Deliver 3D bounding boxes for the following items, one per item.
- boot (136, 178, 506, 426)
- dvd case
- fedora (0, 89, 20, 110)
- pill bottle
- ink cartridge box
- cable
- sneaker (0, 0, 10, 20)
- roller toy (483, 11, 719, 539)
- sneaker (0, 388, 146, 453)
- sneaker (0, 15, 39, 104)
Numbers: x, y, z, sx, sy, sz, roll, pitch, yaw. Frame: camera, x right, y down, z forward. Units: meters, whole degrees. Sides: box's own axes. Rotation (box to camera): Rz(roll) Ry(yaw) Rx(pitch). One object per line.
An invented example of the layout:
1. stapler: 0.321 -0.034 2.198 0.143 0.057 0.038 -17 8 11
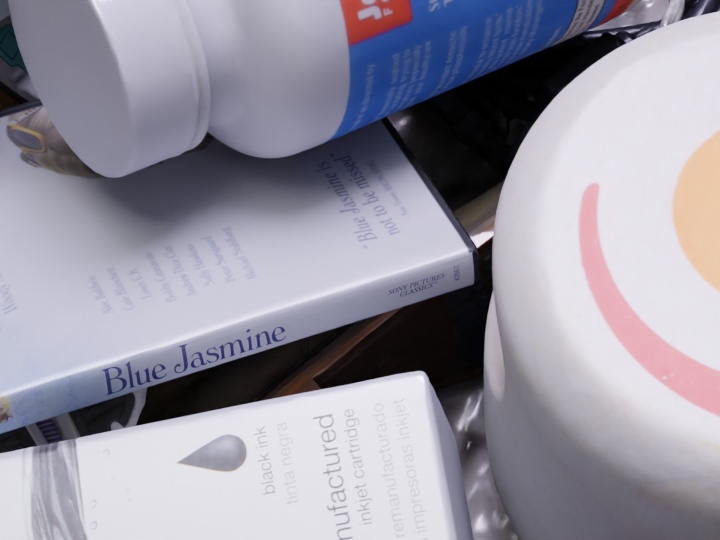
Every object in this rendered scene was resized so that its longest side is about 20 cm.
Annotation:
1. boot: 0.000 0.000 1.013 0.200 0.075 0.097 -40 57 -16
2. dvd case: -0.079 -0.014 0.970 0.199 0.018 0.143 -17 42 -14
3. fedora: -0.075 -0.136 1.109 0.200 0.201 0.082 14 18 23
4. pill bottle: -0.008 -0.103 0.968 0.199 0.113 0.112 -25 50 -24
5. ink cartridge box: -0.061 0.125 0.895 0.199 0.084 0.146 -11 73 4
6. cable: 0.073 -0.133 1.093 0.163 0.051 0.200 -37 43 6
7. sneaker: -0.153 -0.094 0.957 0.080 0.086 0.200 22 64 14
8. roller toy: 0.127 0.024 0.921 0.182 0.140 0.200 -28 61 -16
9. sneaker: -0.125 0.012 1.022 0.080 0.084 0.200 -18 42 -17
10. sneaker: -0.151 -0.117 1.068 0.200 0.091 0.078 41 70 -6
